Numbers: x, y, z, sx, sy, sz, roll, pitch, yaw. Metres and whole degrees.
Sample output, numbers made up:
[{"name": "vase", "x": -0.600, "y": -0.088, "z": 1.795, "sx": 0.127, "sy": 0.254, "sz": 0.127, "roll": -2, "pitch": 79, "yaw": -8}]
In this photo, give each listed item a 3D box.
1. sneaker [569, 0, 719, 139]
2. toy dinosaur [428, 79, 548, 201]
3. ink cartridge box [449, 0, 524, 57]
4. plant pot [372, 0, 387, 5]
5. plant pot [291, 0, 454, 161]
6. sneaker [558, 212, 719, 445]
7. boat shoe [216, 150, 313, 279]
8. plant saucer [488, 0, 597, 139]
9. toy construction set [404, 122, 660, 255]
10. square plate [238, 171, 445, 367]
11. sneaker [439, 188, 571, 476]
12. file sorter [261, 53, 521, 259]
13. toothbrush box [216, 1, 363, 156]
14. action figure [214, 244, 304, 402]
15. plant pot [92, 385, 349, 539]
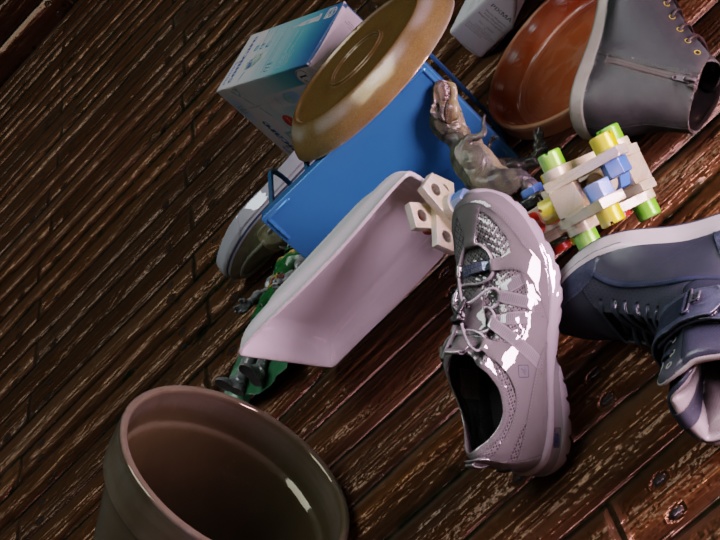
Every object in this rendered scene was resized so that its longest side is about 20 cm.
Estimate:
[{"name": "sneaker", "x": 0.242, "y": -0.192, "z": 1.071, "sx": 0.105, "sy": 0.075, "sz": 0.203, "roll": 7, "pitch": 74, "yaw": 36}, {"name": "toy dinosaur", "x": 0.124, "y": -0.074, "z": 1.127, "sx": 0.087, "sy": 0.048, "sz": 0.202, "roll": -20, "pitch": 67, "yaw": -7}, {"name": "ink cartridge box", "x": 0.175, "y": -0.319, "z": 1.339, "sx": 0.200, "sy": 0.057, "sz": 0.164, "roll": -27, "pitch": 33, "yaw": 60}, {"name": "plant pot", "x": 0.072, "y": -0.416, "z": 1.553, "sx": 0.140, "sy": 0.201, "sz": 0.202, "roll": -7, "pitch": 44, "yaw": 20}, {"name": "plant pot", "x": 0.003, "y": -0.182, "z": 1.215, "sx": 0.200, "sy": 0.027, "sz": 0.201, "roll": -41, "pitch": 22, "yaw": 20}, {"name": "sneaker", "x": 0.189, "y": 0.044, "z": 0.873, "sx": 0.201, "sy": 0.077, "sz": 0.147, "roll": -21, "pitch": 36, "yaw": 44}, {"name": "boat shoe", "x": -0.081, "y": -0.056, "z": 1.443, "sx": 0.062, "sy": 0.072, "sz": 0.201, "roll": 49, "pitch": 118, "yaw": 20}, {"name": "plant saucer", "x": 0.198, "y": -0.197, "z": 1.217, "sx": 0.200, "sy": 0.032, "sz": 0.202, "roll": -37, "pitch": 30, "yaw": 25}, {"name": "toy construction set", "x": 0.135, "y": -0.046, "z": 1.010, "sx": 0.198, "sy": 0.093, "sz": 0.130, "roll": -10, "pitch": 9, "yaw": 42}, {"name": "square plate", "x": 0.000, "y": 0.000, "z": 1.134, "sx": 0.198, "sy": 0.200, "sz": 0.028, "roll": -46, "pitch": 70, "yaw": 11}, {"name": "sneaker", "x": 0.091, "y": 0.040, "z": 0.926, "sx": 0.074, "sy": 0.081, "sz": 0.203, "roll": -26, "pitch": 69, "yaw": 49}, {"name": "file sorter", "x": 0.025, "y": -0.096, "z": 1.246, "sx": 0.200, "sy": 0.139, "sz": 0.123, "roll": -42, "pitch": 24, "yaw": 16}, {"name": "toothbrush box", "x": -0.039, "y": -0.191, "z": 1.457, "sx": 0.199, "sy": 0.146, "sz": 0.086, "roll": -1, "pitch": 54, "yaw": 56}, {"name": "action figure", "x": -0.084, "y": 0.035, "z": 1.351, "sx": 0.118, "sy": 0.055, "sz": 0.201, "roll": -30, "pitch": 29, "yaw": 42}, {"name": "plant pot", "x": -0.133, "y": 0.219, "z": 1.068, "sx": 0.175, "sy": 0.198, "sz": 0.201, "roll": -58, "pitch": 22, "yaw": 23}]
